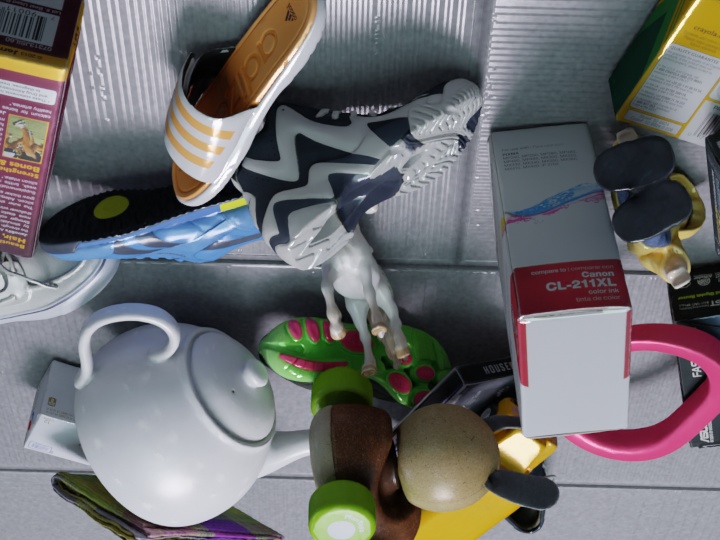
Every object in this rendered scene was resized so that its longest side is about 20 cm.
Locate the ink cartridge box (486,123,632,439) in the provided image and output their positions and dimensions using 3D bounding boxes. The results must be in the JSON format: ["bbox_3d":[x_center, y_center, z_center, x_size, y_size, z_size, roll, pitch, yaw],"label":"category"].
[{"bbox_3d":[0.152,0.005,1.000,0.083,0.200,0.146,-6,137,4],"label":"ink cartridge box"}]

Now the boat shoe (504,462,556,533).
[{"bbox_3d":[0.153,0.205,1.286,0.075,0.062,0.200,-18,146,-3],"label":"boat shoe"}]

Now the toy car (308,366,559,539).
[{"bbox_3d":[0.063,0.171,1.085,0.200,0.164,0.158,-9,128,6],"label":"toy car"}]

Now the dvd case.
[{"bbox_3d":[0.092,0.144,1.225,0.150,0.025,0.200,-6,148,-41],"label":"dvd case"}]

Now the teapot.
[{"bbox_3d":[-0.147,0.118,1.145,0.146,0.197,0.200,-33,172,25],"label":"teapot"}]

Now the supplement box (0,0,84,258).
[{"bbox_3d":[-0.280,-0.114,0.967,0.110,0.086,0.200,13,135,-13],"label":"supplement box"}]

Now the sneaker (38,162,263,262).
[{"bbox_3d":[-0.156,-0.029,1.049,0.200,0.066,0.078,-13,131,-1],"label":"sneaker"}]

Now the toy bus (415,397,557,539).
[{"bbox_3d":[0.093,0.204,1.191,0.065,0.078,0.200,35,124,-15],"label":"toy bus"}]

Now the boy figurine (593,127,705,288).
[{"bbox_3d":[0.225,-0.045,0.979,0.064,0.124,0.200,-21,168,18],"label":"boy figurine"}]

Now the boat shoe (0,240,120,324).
[{"bbox_3d":[-0.304,-0.003,1.092,0.202,0.075,0.086,-13,152,24],"label":"boat shoe"}]

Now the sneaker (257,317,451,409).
[{"bbox_3d":[-0.003,0.081,1.192,0.200,0.077,0.084,18,170,-25],"label":"sneaker"}]

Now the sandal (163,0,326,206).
[{"bbox_3d":[-0.102,-0.137,0.941,0.059,0.079,0.207,9,132,-38],"label":"sandal"}]

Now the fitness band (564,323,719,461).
[{"bbox_3d":[0.242,0.107,1.152,0.144,0.037,0.200,18,142,-8],"label":"fitness band"}]

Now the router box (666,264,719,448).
[{"bbox_3d":[0.361,0.074,1.166,0.150,0.062,0.200,-9,136,13],"label":"router box"}]

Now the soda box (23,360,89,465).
[{"bbox_3d":[-0.221,0.158,1.267,0.200,0.068,0.064,20,135,-19],"label":"soda box"}]

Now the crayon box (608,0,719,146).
[{"bbox_3d":[0.279,-0.176,0.911,0.126,0.052,0.200,15,136,-14],"label":"crayon box"}]

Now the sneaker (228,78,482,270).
[{"bbox_3d":[-0.015,-0.104,0.982,0.199,0.130,0.079,-42,153,-6],"label":"sneaker"}]

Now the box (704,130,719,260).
[{"bbox_3d":[0.363,-0.075,0.969,0.200,0.051,0.158,-21,145,4],"label":"box"}]

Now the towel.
[{"bbox_3d":[-0.184,0.231,1.227,0.144,0.023,0.200,19,180,39],"label":"towel"}]

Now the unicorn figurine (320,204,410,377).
[{"bbox_3d":[0.000,0.000,1.068,0.074,0.137,0.200,-7,152,-6],"label":"unicorn figurine"}]
